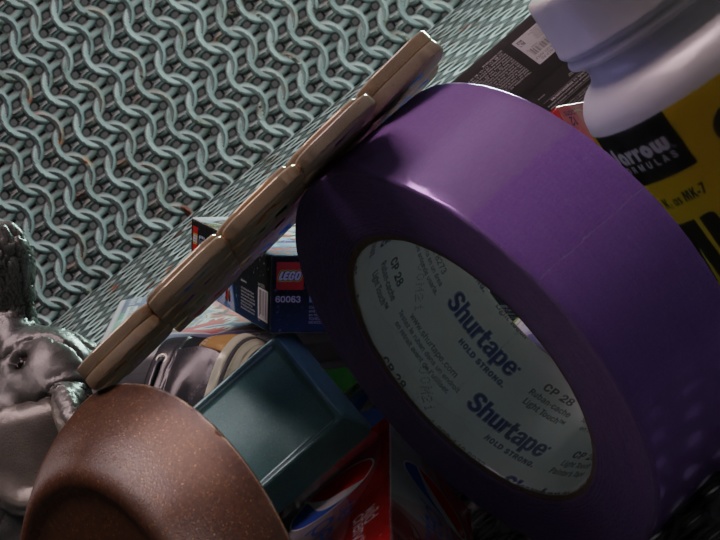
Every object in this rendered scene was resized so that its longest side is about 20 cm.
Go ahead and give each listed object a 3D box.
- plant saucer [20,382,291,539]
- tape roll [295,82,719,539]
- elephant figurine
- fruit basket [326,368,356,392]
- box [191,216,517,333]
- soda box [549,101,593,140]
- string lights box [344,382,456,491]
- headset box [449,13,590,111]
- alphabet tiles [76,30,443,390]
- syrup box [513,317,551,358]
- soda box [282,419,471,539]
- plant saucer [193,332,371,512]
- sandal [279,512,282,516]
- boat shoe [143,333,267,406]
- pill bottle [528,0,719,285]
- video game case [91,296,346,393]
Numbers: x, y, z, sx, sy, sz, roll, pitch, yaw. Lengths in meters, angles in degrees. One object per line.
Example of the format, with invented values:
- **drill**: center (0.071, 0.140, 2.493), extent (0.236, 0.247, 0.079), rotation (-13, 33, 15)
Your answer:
- **plant saucer**: center (-0.085, 0.146, 1.066), extent (0.037, 0.201, 0.200), rotation (-16, -5, -37)
- **tape roll**: center (0.065, 0.022, 1.102), extent (0.066, 0.200, 0.200), rotation (-40, 9, -24)
- **elephant figurine**: center (-0.167, 0.100, 1.469), extent (0.142, 0.154, 0.201), rotation (-105, 35, -74)
- **fruit basket**: center (-0.003, 0.025, 1.647), extent (0.185, 0.094, 0.200), rotation (-45, -8, -19)
- **box**: center (0.000, 0.000, 1.321), extent (0.136, 0.038, 0.200), rotation (-1, 6, -15)
- **soda box**: center (0.145, -0.051, 1.373), extent (0.063, 0.070, 0.200), rotation (-35, -11, 35)
- **string lights box**: center (0.065, 0.062, 1.354), extent (0.103, 0.059, 0.200), rotation (-39, 9, -29)
- **headset box**: center (0.109, -0.057, 1.505), extent (0.149, 0.075, 0.200), rotation (-41, -25, -24)
- **alphabet tiles**: center (-0.042, -0.023, 1.120), extent (0.200, 0.015, 0.196), rotation (-45, -2, -2)
- **syrup box**: center (0.159, 0.000, 1.241), extent (0.200, 0.079, 0.081), rotation (-44, 11, -36)
- **soda box**: center (0.007, 0.131, 1.169), extent (0.070, 0.063, 0.200), rotation (-38, 9, 8)
- **plant saucer**: center (-0.090, 0.112, 1.211), extent (0.200, 0.070, 0.019), rotation (-42, -31, 1)
- **sandal**: center (-0.033, 0.116, 1.391), extent (0.054, 0.080, 0.200), rotation (-54, 20, -19)
- **boat shoe**: center (-0.095, 0.122, 1.260), extent (0.062, 0.075, 0.201), rotation (13, 80, 28)
- **pill bottle**: center (0.165, -0.058, 1.118), extent (0.114, 0.200, 0.114), rotation (-36, 9, 6)
- **video game case**: center (-0.047, 0.029, 1.428), extent (0.181, 0.023, 0.200), rotation (-7, 8, 0)
